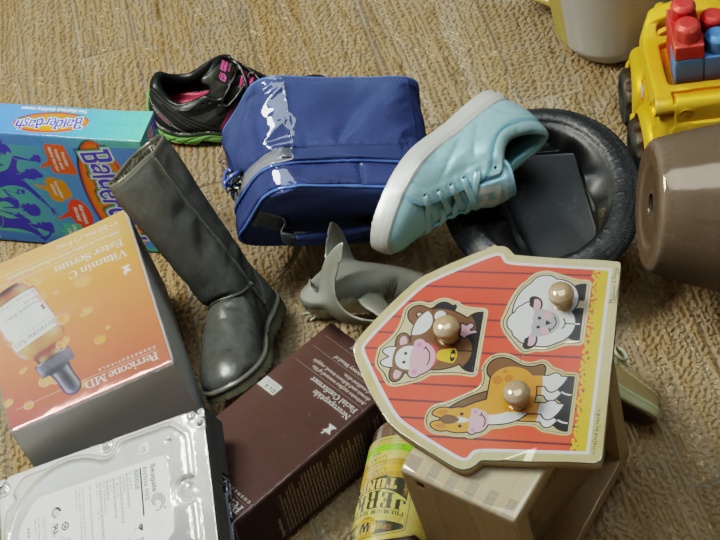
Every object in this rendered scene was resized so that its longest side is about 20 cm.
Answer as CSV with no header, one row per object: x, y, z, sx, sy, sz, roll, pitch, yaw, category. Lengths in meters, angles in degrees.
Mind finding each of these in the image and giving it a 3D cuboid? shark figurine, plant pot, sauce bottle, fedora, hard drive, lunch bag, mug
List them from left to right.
-0.197,0.205,1.369,0.199,0.038,0.140,-19,58,16,hard drive
-0.033,-0.091,1.563,0.199,0.136,0.133,-4,67,-23,lunch bag
-0.019,0.002,1.496,0.127,0.214,0.090,-4,90,23,shark figurine
0.024,0.213,1.361,0.064,0.065,0.201,1,47,12,sauce bottle
0.166,-0.049,1.558,0.199,0.092,0.202,-4,53,5,fedora
0.243,-0.307,1.745,0.149,0.154,0.187,-26,47,-13,mug
0.328,-0.052,1.441,0.173,0.201,0.201,1,46,-3,plant pot

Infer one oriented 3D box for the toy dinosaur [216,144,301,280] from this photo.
-0.071,-0.070,1.663,0.106,0.060,0.200,-43,45,5,toy dinosaur

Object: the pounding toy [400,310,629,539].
0.122,0.133,1.354,0.142,0.185,0.200,21,63,27,pounding toy

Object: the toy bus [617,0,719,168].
0.310,-0.187,1.596,0.135,0.193,0.201,-7,45,6,toy bus

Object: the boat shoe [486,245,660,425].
0.175,0.056,1.441,0.200,0.073,0.063,33,76,13,boat shoe

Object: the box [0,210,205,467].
-0.236,0.071,1.502,0.151,0.107,0.201,-23,47,-2,box

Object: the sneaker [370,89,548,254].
0.090,-0.080,1.485,0.082,0.074,0.200,28,62,29,sneaker

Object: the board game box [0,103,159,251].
-0.280,-0.089,1.641,0.199,0.153,0.045,4,48,15,board game box

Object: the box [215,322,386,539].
-0.058,0.144,1.436,0.200,0.075,0.100,-40,52,-23,box

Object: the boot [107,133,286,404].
-0.147,-0.004,1.487,0.072,0.201,0.182,-23,24,16,boot

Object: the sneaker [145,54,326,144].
-0.124,-0.175,1.739,0.199,0.084,0.077,-5,47,6,sneaker

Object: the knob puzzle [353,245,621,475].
0.089,0.059,1.281,0.218,0.031,0.221,-7,54,10,knob puzzle
